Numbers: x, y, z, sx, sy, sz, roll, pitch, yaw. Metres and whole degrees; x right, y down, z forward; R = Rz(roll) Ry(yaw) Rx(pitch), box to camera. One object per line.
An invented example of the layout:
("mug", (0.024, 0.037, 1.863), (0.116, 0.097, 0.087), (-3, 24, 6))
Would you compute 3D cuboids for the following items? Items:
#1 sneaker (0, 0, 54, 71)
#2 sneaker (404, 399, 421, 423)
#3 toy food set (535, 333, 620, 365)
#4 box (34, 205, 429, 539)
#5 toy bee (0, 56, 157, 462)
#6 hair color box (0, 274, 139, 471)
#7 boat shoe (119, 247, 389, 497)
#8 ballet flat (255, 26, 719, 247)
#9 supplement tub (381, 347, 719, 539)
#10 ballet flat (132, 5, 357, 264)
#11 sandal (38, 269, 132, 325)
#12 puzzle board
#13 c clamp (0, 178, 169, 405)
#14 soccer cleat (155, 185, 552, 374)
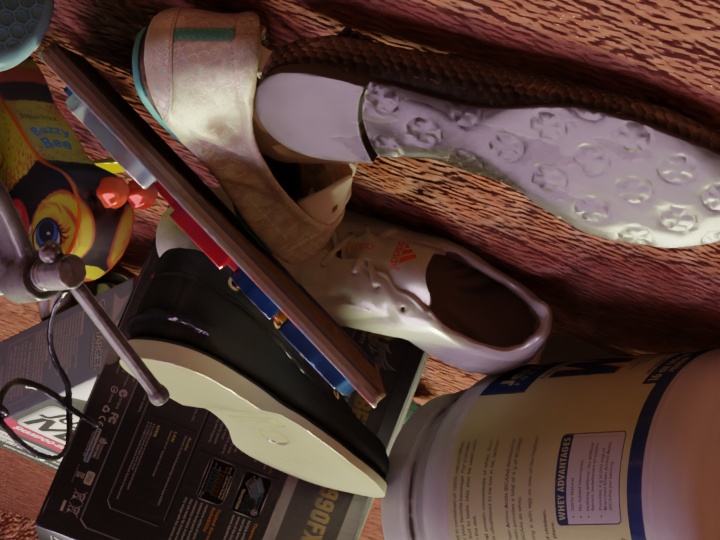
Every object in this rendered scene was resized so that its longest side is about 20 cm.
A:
("sneaker", (-0.235, -0.125, 1.084), (0.200, 0.080, 0.131), (25, 166, -12))
("sneaker", (-0.032, 0.109, 1.693), (0.078, 0.091, 0.200), (31, 165, -38))
("toy food set", (0.151, 0.096, 1.445), (0.143, 0.060, 0.200), (23, 160, 1))
("box", (-0.060, 0.075, 1.352), (0.158, 0.200, 0.048), (20, 164, 4))
("toy bee", (-0.140, -0.034, 1.189), (0.109, 0.131, 0.200), (-35, 89, 33))
("hair color box", (-0.135, 0.062, 1.562), (0.200, 0.061, 0.099), (-25, 141, 38))
("boat shoe", (-0.039, 0.055, 1.239), (0.074, 0.063, 0.201), (3, 156, 34))
("ballet flat", (0.058, -0.056, 0.982), (0.200, 0.046, 0.067), (12, 134, 15))
("supplement tub", (0.123, 0.115, 1.277), (0.200, 0.145, 0.145), (-7, 151, 44))
("ballet flat", (-0.033, -0.053, 1.095), (0.062, 0.068, 0.200), (-6, 160, 18))
("sandal", (-0.162, 0.028, 1.646), (0.054, 0.080, 0.200), (-2, 160, 5))
("puzzle board", (-0.064, -0.019, 1.127), (0.200, 0.017, 0.151), (47, -179, -2))
("c clamp", (-0.186, -0.012, 1.103), (0.200, 0.027, 0.171), (2, 127, 48))
("soccer cleat", (0.000, 0.000, 1.262), (0.200, 0.069, 0.078), (17, 163, -13))
